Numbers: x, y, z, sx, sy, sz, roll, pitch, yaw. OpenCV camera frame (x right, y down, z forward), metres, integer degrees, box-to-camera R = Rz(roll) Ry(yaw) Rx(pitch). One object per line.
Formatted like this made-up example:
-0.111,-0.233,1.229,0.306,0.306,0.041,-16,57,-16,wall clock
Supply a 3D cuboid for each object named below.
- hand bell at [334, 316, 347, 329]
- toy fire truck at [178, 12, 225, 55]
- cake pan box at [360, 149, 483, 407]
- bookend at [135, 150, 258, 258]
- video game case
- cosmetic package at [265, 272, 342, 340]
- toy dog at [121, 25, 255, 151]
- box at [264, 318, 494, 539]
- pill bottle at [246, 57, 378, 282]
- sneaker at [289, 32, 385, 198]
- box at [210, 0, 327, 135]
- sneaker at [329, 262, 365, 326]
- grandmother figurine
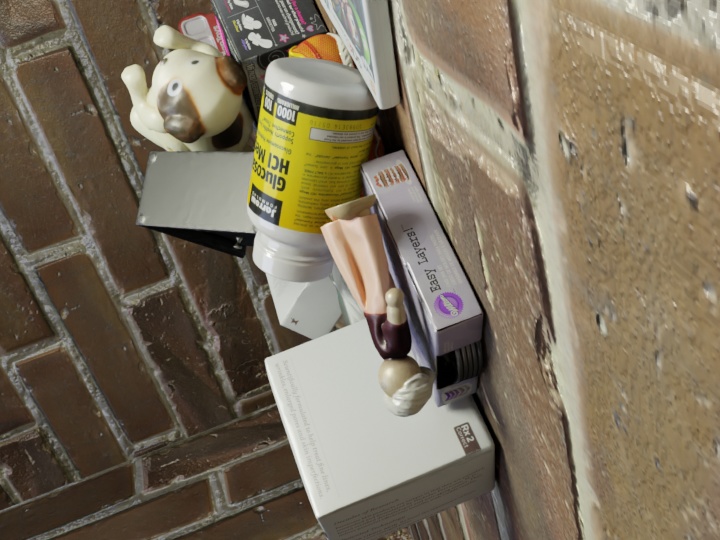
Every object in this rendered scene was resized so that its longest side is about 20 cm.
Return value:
0.013,0.039,1.134,0.200,0.103,0.105,-178,68,-78,hand bell
-0.173,-0.316,1.282,0.112,0.166,0.202,94,156,-76,toy fire truck
0.059,0.015,0.819,0.185,0.052,0.201,76,172,-59,cake pan box
-0.128,-0.073,1.026,0.199,0.197,0.093,20,-102,-58,bookend
-0.016,-0.268,0.712,0.201,0.023,0.183,78,170,-52,video game case
-0.074,0.003,1.186,0.071,0.102,0.200,27,-163,-24,cosmetic package
-0.198,-0.194,1.007,0.195,0.139,0.200,53,172,-3,toy dog
0.022,0.170,0.930,0.131,0.198,0.200,77,171,-54,box
-0.051,-0.096,0.826,0.113,0.111,0.202,-120,37,-58,pill bottle
-0.023,-0.151,0.899,0.073,0.076,0.202,122,126,-80,sneaker
-0.105,-0.268,1.079,0.200,0.114,0.133,83,163,-65,box
0.000,0.000,0.977,0.071,0.080,0.201,-120,6,-52,sneaker
0.018,0.035,0.764,0.121,0.060,0.202,-84,-23,-86,grandmother figurine
